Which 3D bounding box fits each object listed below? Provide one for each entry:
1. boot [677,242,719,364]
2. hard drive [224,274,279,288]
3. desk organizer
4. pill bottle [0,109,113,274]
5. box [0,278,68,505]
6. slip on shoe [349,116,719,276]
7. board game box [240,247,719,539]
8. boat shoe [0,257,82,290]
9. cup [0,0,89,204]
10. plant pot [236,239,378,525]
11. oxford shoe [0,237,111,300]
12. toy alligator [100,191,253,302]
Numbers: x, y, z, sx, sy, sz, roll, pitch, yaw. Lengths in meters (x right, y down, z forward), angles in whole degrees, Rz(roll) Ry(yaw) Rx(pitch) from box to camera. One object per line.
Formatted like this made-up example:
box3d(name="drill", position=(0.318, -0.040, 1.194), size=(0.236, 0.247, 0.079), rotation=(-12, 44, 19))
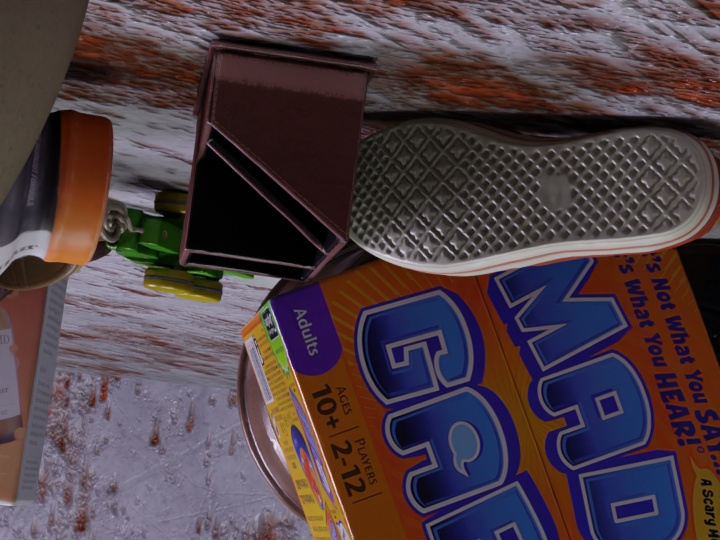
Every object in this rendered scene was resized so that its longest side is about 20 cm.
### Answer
box3d(name="boot", position=(0.216, 0.018, 1.605), size=(0.200, 0.075, 0.097), rotation=(15, -172, 30))
box3d(name="hard drive", position=(0.000, 0.000, 1.849), size=(0.132, 0.027, 0.200), rotation=(9, 173, -19))
box3d(name="desk organizer", position=(-0.042, -0.045, 1.228), size=(0.072, 0.077, 0.200), rotation=(8, 174, -5))
box3d(name="pill bottle", position=(-0.216, -0.051, 1.250), size=(0.200, 0.106, 0.106), rotation=(9, 174, -13))
box3d(name="box", position=(-0.288, 0.052, 1.863), size=(0.152, 0.200, 0.106), rotation=(7, 175, 1))
box3d(name="slip on shoe", position=(0.078, -0.033, 1.249), size=(0.200, 0.074, 0.061), rotation=(-2, 173, 30))
box3d(name="board game box", position=(0.069, 0.083, 1.404), size=(0.200, 0.200, 0.200), rotation=(-19, 177, -8))
box3d(name="boat shoe", position=(-0.215, -0.033, 1.677), size=(0.072, 0.072, 0.200), rotation=(-26, -165, -36))
box3d(name="cup", position=(-0.209, -0.056, 1.020), size=(0.200, 0.143, 0.200), rotation=(8, 175, 1))
box3d(name="plant pot", position=(0.034, 0.060, 1.606), size=(0.200, 0.201, 0.198), rotation=(8, 170, -6))
box3d(name="oxford shoe", position=(-0.253, 0.003, 1.789), size=(0.200, 0.073, 0.071), rotation=(-10, -163, 2))
box3d(name="toy alligator", position=(-0.128, -0.019, 1.666), size=(0.054, 0.059, 0.200), rotation=(5, 173, 26))
